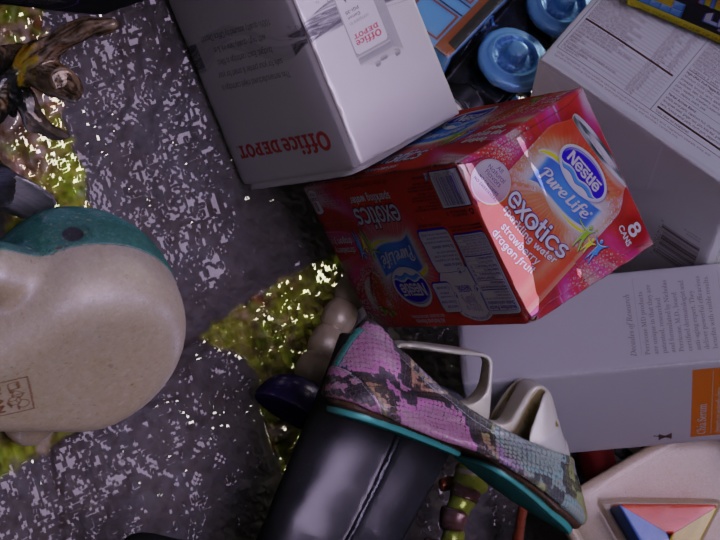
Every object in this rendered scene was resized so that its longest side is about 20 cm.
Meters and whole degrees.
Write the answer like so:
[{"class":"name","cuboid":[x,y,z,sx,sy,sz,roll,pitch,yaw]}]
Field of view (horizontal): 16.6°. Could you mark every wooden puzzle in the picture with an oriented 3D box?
[{"class":"wooden puzzle","cuboid":[0.247,0.176,1.531,0.199,0.046,0.186,-28,83,-16]}]

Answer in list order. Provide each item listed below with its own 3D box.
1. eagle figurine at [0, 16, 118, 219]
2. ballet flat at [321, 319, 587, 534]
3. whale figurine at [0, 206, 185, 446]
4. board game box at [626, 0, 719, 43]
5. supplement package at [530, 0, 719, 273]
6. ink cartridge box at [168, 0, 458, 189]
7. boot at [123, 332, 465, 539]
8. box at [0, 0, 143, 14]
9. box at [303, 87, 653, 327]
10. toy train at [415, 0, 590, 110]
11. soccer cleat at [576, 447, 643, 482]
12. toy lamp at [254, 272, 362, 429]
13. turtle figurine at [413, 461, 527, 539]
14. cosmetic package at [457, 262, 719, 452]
[{"class":"eagle figurine","cuboid":[-0.248,-0.078,1.325,0.151,0.152,0.200,41,43,9]},{"class":"ballet flat","cuboid":[0.067,0.085,1.423,0.199,0.069,0.072,29,82,-29]},{"class":"whale figurine","cuboid":[-0.199,0.031,1.374,0.199,0.104,0.160,-16,140,-9]},{"class":"board game box","cuboid":[0.270,-0.213,1.465,0.164,0.057,0.201,24,61,5]},{"class":"supplement package","cuboid":[0.212,-0.108,1.544,0.147,0.192,0.200,36,66,13]},{"class":"ink cartridge box","cuboid":[-0.043,-0.159,1.446,0.083,0.146,0.201,-28,102,-28]},{"class":"boot","cuboid":[-0.039,0.124,1.422,0.165,0.065,0.201,39,74,-32]},{"class":"box","cuboid":[-0.150,-0.210,1.355,0.122,0.200,0.107,3,86,-31]},{"class":"box","cuboid":[0.063,-0.032,1.407,0.095,0.200,0.100,-31,101,-24]},{"class":"toy train","cuboid":[0.090,-0.168,1.552,0.114,0.087,0.200,38,58,7]},{"class":"soccer cleat","cuboid":[0.176,0.135,1.607,0.085,0.068,0.201,-22,97,-34]},{"class":"toy lamp","cuboid":[0.000,0.000,1.515,0.058,0.058,0.201,35,70,-24]},{"class":"turtle figurine","cuboid":[0.020,0.196,1.508,0.161,0.064,0.201,25,87,-19]},{"class":"cosmetic package","cuboid":[0.161,0.055,1.504,0.198,0.102,0.072,-5,57,4]}]
